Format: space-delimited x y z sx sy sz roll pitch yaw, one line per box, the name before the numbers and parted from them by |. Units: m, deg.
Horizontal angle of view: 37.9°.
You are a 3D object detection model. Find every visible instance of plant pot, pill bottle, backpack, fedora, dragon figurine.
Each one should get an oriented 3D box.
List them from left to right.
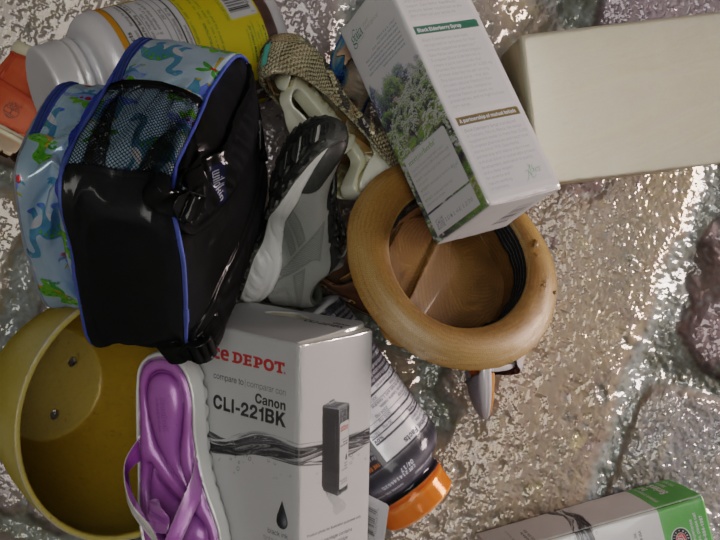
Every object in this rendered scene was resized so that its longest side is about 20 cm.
plant pot | -0.223 0.104 0.861 0.200 0.142 0.200 -9 102 -44
backpack | -0.149 -0.063 0.743 0.147 0.183 0.200 10 47 7
pill bottle | -0.165 -0.169 0.863 0.200 0.109 0.109 -22 94 -29
pill bottle | -0.005 0.129 0.920 0.106 0.106 0.200 -36 95 -5
dragon figurine | 0.008 -0.194 0.937 0.059 0.099 0.200 23 71 -8
fedora | 0.065 0.005 0.862 0.201 0.082 0.201 13 55 -20

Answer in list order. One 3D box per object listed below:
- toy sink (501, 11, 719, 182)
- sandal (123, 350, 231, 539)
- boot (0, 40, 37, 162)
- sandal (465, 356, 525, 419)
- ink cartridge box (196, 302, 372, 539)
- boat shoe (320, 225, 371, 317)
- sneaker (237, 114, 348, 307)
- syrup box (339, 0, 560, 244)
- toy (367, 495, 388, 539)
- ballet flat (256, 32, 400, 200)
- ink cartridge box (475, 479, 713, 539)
toy sink | 0.239 -0.149 0.940 0.200 0.112 0.130 -8 92 -1
sandal | -0.148 0.162 0.788 0.082 0.050 0.203 -8 90 31
boot | -0.234 -0.121 0.908 0.200 0.075 0.107 27 83 -5
sandal | 0.128 0.032 0.947 0.059 0.079 0.207 1 89 -4
ink cartridge box | -0.071 0.134 0.813 0.084 0.144 0.200 -7 101 -49
boat shoe | 0.000 -0.001 0.937 0.200 0.068 0.072 22 88 -7
sneaker | -0.040 -0.043 0.838 0.079 0.200 0.074 15 47 -9
syrup box | 0.068 -0.131 0.828 0.081 0.079 0.200 -15 77 -34
toy | -0.047 0.204 0.892 0.047 0.200 0.115 -14 117 -44
ballet flat | -0.018 -0.105 0.867 0.068 0.075 0.200 -22 126 33
ink cartridge box | 0.220 0.291 0.959 0.200 0.084 0.146 -13 93 -6
